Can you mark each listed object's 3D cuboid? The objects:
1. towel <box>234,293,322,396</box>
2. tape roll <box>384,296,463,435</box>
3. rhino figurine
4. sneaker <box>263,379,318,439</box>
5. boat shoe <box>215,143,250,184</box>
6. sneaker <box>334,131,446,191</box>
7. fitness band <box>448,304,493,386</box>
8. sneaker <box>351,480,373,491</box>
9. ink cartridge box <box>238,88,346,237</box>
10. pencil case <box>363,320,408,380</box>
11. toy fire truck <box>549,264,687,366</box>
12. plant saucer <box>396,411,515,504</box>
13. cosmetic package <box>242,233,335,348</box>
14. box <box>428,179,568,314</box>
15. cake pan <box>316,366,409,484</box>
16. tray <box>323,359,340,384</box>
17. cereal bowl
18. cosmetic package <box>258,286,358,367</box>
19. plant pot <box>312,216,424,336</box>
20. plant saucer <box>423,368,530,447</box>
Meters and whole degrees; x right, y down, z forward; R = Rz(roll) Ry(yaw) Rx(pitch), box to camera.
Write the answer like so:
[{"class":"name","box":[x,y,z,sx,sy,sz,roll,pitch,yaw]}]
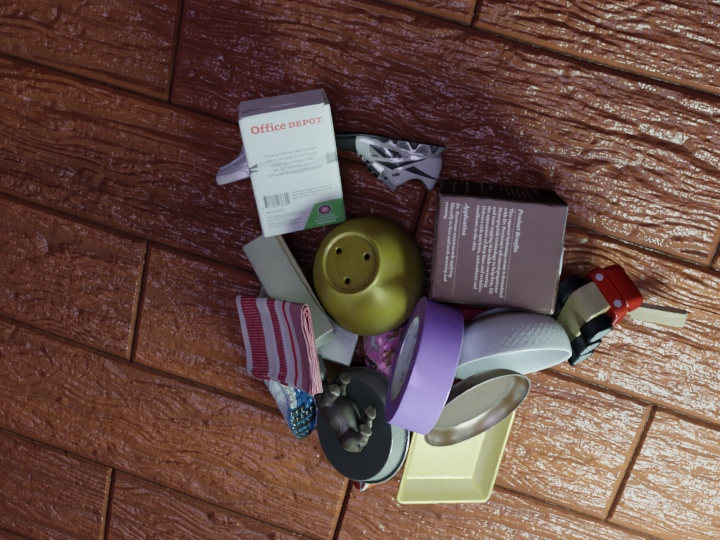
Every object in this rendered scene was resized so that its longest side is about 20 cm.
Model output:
[{"class":"towel","box":[-0.140,0.117,1.051,0.197,0.022,0.149,5,108,46]},{"class":"tape roll","box":[0.098,0.149,1.010,0.064,0.201,0.206,17,107,-3]},{"class":"rhino figurine","box":[-0.046,0.221,1.095,0.201,0.059,0.089,50,136,28]},{"class":"sneaker","box":[-0.135,0.215,1.176,0.085,0.074,0.206,9,121,45]},{"class":"boat shoe","box":[-0.166,-0.207,1.098,0.195,0.072,0.070,-20,98,15]},{"class":"sneaker","box":[0.040,-0.180,1.067,0.194,0.074,0.091,13,105,7]},{"class":"fitness band","box":[0.191,0.135,1.129,0.193,0.037,0.149,3,102,-3]},{"class":"sneaker","box":[0.043,0.335,1.177,0.074,0.075,0.201,61,142,24]},{"class":"ink cartridge box","box":[-0.108,-0.173,1.031,0.141,0.085,0.205,-10,123,-4]},{"class":"pencil case","box":[0.059,0.184,1.157,0.085,0.082,0.207,4,108,44]},{"class":"toy fire truck","box":[0.415,0.062,1.024,0.196,0.177,0.131,-26,65,-7]},{"class":"plant saucer","box":[0.165,0.321,1.161,0.194,0.049,0.206,7,107,-20]},{"class":"cosmetic package","box":[-0.121,0.040,1.099,0.072,0.104,0.203,-30,79,-8]},{"class":"box","box":[0.213,-0.044,1.026,0.193,0.164,0.172,7,105,7]},{"class":"cake pan","box":[-0.004,0.275,1.127,0.196,0.036,0.208,0,90,38]},{"class":"tray","box":[-0.066,0.241,1.215,0.098,0.037,0.200,-42,94,17]},{"class":"cereal bowl","box":[0.233,0.113,1.029,0.194,0.200,0.086,-12,67,12]},{"class":"cosmetic package","box":[-0.099,0.103,1.163,0.194,0.051,0.085,19,78,5]},{"class":"plant pot","box":[0.000,0.000,1.049,0.193,0.142,0.207,-2,81,14]},{"class":"plant saucer","box":[0.186,0.220,1.048,0.199,0.199,0.033,-39,52,16]}]
